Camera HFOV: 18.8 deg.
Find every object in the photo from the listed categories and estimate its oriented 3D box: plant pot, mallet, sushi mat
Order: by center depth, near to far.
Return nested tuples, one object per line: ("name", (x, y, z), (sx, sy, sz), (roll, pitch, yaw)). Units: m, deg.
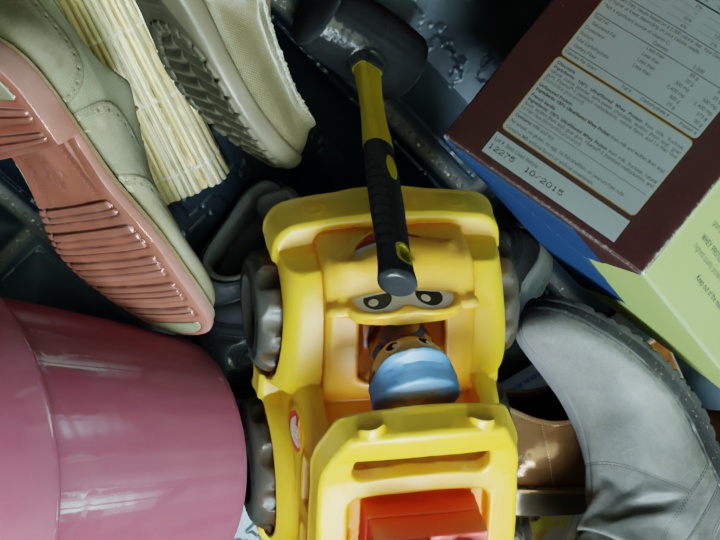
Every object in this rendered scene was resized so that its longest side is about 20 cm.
("mallet", (0.000, -0.067, 1.028), (0.066, 0.200, 0.041), (34, 121, -24))
("sushi mat", (-0.143, -0.106, 1.057), (0.096, 0.012, 0.200), (-28, 122, -5))
("plant pot", (-0.163, 0.097, 1.059), (0.179, 0.200, 0.200), (-1, 117, -38))

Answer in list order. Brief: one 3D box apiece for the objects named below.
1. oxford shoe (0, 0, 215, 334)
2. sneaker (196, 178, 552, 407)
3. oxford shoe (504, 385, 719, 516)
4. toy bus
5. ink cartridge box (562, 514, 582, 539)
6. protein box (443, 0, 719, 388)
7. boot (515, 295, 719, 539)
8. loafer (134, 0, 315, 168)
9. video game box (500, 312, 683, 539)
("oxford shoe", (-0.119, -0.051, 1.039), (0.200, 0.071, 0.074), (58, 46, -35))
("sneaker", (0.000, 0.000, 1.126), (0.200, 0.075, 0.114), (-23, 124, -6))
("oxford shoe", (0.158, 0.088, 1.185), (0.200, 0.071, 0.071), (-3, 110, -19))
("toy bus", (0.018, 0.085, 1.028), (0.136, 0.192, 0.200), (-3, 120, -9))
("ink cartridge box", (0.108, 0.249, 1.219), (0.042, 0.119, 0.200), (16, 116, 11))
("protein box", (0.183, -0.072, 1.070), (0.200, 0.135, 0.199), (-51, 146, -2))
("boot", (0.126, 0.120, 1.107), (0.200, 0.070, 0.132), (46, 69, -5))
("loafer", (-0.069, -0.134, 1.031), (0.067, 0.076, 0.200), (-40, 125, -14))
("video game box", (0.125, 0.144, 1.266), (0.182, 0.047, 0.200), (-32, 122, -5))
